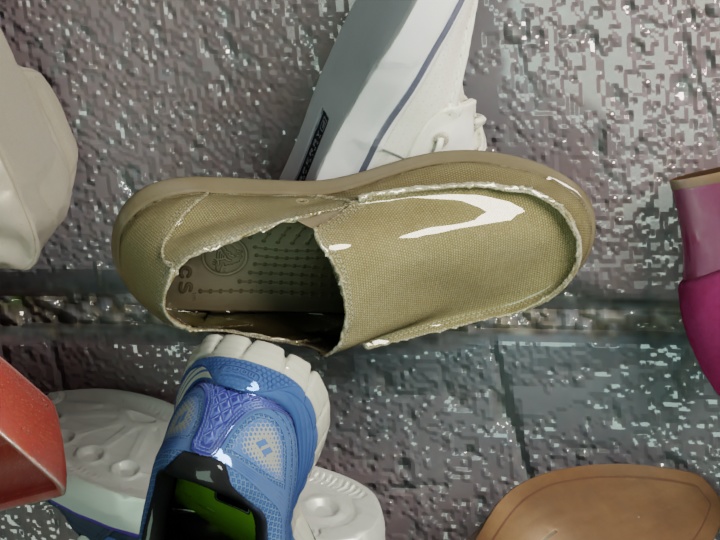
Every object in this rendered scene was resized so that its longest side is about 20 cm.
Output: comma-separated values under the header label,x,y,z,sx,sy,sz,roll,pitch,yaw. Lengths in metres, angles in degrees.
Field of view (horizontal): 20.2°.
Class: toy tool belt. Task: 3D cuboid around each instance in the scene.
label,x,y,z,sx,sy,sz,roll,pitch,yaw
toy tool belt,-0.218,-0.080,0.881,0.122,0.125,0.201,-18,112,18

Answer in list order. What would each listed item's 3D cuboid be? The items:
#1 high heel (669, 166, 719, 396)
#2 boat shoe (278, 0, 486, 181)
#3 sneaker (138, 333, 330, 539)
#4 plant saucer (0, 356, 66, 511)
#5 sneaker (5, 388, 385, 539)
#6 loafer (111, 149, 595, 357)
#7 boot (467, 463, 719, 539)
label,x,y,z,sx,sy,sz,roll,pitch,yaw
high heel,0.224,-0.006,0.815,0.199,0.067,0.097,-8,97,33
boat shoe,0.018,-0.059,0.863,0.069,0.071,0.201,17,111,-20
sneaker,-0.060,0.123,0.815,0.078,0.089,0.201,13,131,16
plant saucer,-0.231,0.034,0.911,0.200,0.037,0.200,43,152,-16
sneaker,-0.079,0.149,0.948,0.199,0.081,0.147,16,123,21
loafer,0.000,0.000,0.818,0.199,0.068,0.076,-6,122,-4
boot,0.058,0.166,0.890,0.070,0.199,0.147,54,140,33
